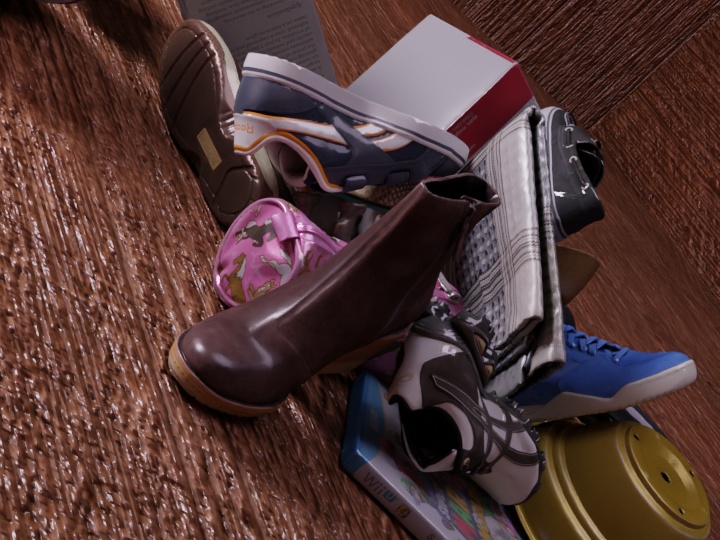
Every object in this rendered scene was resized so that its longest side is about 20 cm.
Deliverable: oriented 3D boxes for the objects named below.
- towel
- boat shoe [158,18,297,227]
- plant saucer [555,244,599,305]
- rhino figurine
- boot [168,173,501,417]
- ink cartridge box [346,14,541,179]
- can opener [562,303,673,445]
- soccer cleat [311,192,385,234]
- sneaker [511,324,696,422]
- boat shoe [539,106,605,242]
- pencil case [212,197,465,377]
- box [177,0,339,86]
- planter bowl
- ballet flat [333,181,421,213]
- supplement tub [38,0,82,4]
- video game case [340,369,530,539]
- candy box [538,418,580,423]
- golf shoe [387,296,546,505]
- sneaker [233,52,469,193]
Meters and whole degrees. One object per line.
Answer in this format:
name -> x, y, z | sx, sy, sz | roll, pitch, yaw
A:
towel -> 0.090, 0.008, 1.164 | 0.034, 0.193, 0.202 | 7, 65, -23
boat shoe -> -0.099, -0.106, 1.224 | 0.075, 0.075, 0.204 | 19, 43, -48
plant saucer -> 0.110, 0.013, 1.369 | 0.200, 0.199, 0.036 | 22, 65, -59
rhino figurine -> 0.000, 0.000, 1.229 | 0.059, 0.088, 0.200 | 8, -5, 26
boot -> -0.014, 0.005, 0.948 | 0.072, 0.167, 0.199 | 50, 28, 19
ink cartridge box -> 0.093, -0.105, 1.480 | 0.145, 0.145, 0.200 | 37, -13, 47
can opener -> 0.187, 0.102, 1.327 | 0.200, 0.079, 0.063 | 45, -27, -2
soccer cleat -> 0.002, -0.044, 1.374 | 0.077, 0.070, 0.200 | 16, -2, 14
sneaker -> 0.157, 0.057, 1.222 | 0.077, 0.198, 0.112 | -7, 86, -61
boat shoe -> 0.181, -0.086, 1.338 | 0.201, 0.056, 0.069 | -77, 146, -58
pencil case -> -0.011, 0.017, 1.096 | 0.199, 0.087, 0.083 | 23, 3, -44
box -> -0.105, -0.245, 1.344 | 0.153, 0.106, 0.201 | -116, -174, -48
planter bowl -> 0.207, 0.178, 1.198 | 0.200, 0.083, 0.201 | 35, 29, -23
ballet flat -> -0.018, -0.093, 1.260 | 0.199, 0.066, 0.070 | 17, 13, 32
supplement tub -> -0.249, -0.248, 1.096 | 0.107, 0.107, 0.200 | 49, 15, 8
video game case -> 0.065, 0.167, 1.090 | 0.200, 0.018, 0.143 | 45, 15, -11
candy box -> 0.150, 0.135, 1.344 | 0.200, 0.055, 0.115 | 47, 14, -1
golf shoe -> 0.065, 0.113, 1.081 | 0.077, 0.095, 0.201 | 9, -38, 37
sneaker -> -0.011, -0.091, 1.162 | 0.199, 0.080, 0.078 | 19, -4, -31
